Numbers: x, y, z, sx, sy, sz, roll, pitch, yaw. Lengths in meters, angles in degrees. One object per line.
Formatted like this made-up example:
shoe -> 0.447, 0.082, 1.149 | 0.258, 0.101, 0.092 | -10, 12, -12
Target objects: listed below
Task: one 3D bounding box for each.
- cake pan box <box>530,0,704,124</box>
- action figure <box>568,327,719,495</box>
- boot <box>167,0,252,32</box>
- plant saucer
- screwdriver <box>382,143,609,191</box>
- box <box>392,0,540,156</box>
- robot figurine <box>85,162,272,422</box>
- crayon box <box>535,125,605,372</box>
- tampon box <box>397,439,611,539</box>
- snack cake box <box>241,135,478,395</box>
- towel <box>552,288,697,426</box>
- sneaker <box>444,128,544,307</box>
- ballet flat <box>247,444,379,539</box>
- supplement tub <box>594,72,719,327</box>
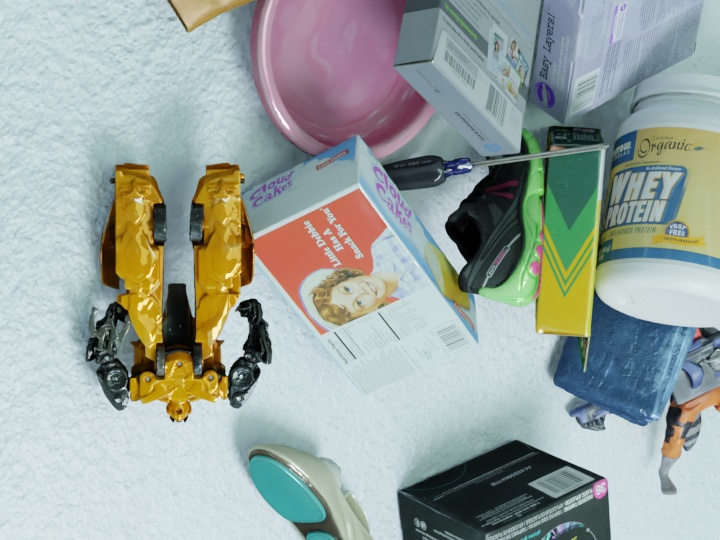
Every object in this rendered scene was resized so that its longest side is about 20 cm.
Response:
cake pan box -> 0.238, -0.244, 1.567 | 0.184, 0.052, 0.201 | -29, 140, -29
action figure -> 0.299, 0.120, 1.748 | 0.199, 0.105, 0.194 | -18, 109, -1
boot -> -0.125, -0.292, 1.316 | 0.144, 0.071, 0.202 | -30, 103, -8
plant saucer -> -0.011, -0.189, 1.436 | 0.200, 0.051, 0.201 | -11, 109, -35
screwdriver -> 0.110, -0.092, 1.495 | 0.199, 0.029, 0.028 | -9, 106, 5
box -> 0.095, -0.218, 1.452 | 0.156, 0.041, 0.201 | 38, 57, -50
robot figurine -> -0.140, 0.018, 1.367 | 0.144, 0.058, 0.201 | 0, 104, -7
crayon box -> 0.185, -0.022, 1.581 | 0.051, 0.127, 0.201 | 4, 102, 5
tampon box -> 0.139, 0.285, 1.622 | 0.149, 0.126, 0.201 | -20, 113, -31
snack cake box -> 0.000, 0.000, 1.447 | 0.115, 0.067, 0.200 | -24, 126, 19
towel -> 0.266, 0.039, 1.674 | 0.111, 0.049, 0.201 | 22, 86, 6
sneaker -> 0.114, -0.055, 1.509 | 0.083, 0.200, 0.077 | 2, 133, 4
ballet flat -> -0.033, 0.202, 1.518 | 0.069, 0.069, 0.200 | -43, 125, -21
supplement tub -> 0.293, -0.062, 1.591 | 0.144, 0.144, 0.201 | 23, 71, -39
